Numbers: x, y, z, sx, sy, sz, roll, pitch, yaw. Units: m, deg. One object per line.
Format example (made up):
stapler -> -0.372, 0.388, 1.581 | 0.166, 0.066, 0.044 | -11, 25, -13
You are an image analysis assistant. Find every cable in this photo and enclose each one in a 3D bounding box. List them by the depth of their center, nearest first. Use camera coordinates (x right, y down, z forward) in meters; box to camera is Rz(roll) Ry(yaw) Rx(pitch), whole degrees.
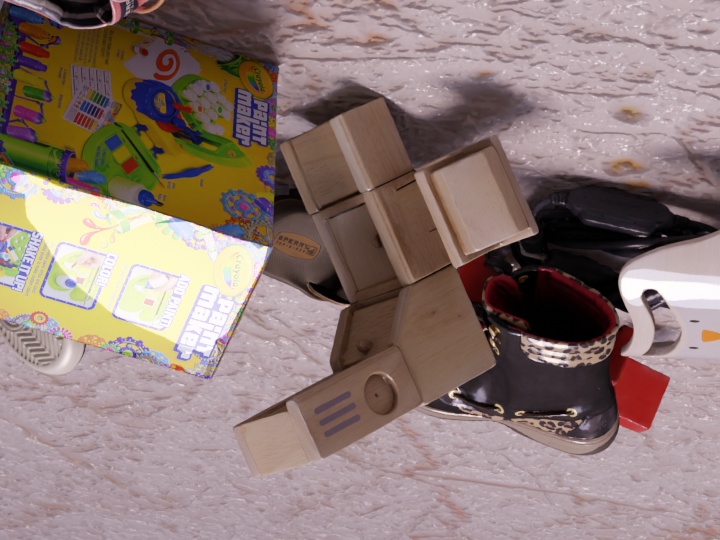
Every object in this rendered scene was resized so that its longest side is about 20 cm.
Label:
cable -> 0.209, -0.002, 1.573 | 0.199, 0.051, 0.163 | 10, 157, 1

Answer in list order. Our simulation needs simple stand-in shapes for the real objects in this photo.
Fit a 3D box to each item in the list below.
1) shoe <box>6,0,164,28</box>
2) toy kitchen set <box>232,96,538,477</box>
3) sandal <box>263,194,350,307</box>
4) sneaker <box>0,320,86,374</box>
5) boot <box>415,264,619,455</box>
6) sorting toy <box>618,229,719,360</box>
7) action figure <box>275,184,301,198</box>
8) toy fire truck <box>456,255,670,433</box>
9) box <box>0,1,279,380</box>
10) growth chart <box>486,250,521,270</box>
shoe -> -0.121, -0.181, 1.260 | 0.199, 0.091, 0.072 | 14, 157, -7
toy kitchen set -> 0.000, 0.000, 1.408 | 0.180, 0.201, 0.163 | -26, -177, -40
sandal -> -0.002, -0.007, 1.575 | 0.199, 0.082, 0.055 | 18, -166, -44
sneaker -> -0.216, -0.017, 1.460 | 0.084, 0.201, 0.075 | 4, 140, -47
boot -> 0.096, 0.053, 1.538 | 0.199, 0.073, 0.151 | 21, 149, 14
sorting toy -> 0.267, 0.022, 1.470 | 0.179, 0.107, 0.200 | -6, 149, 5
action figure -> -0.130, -0.035, 1.561 | 0.199, 0.131, 0.069 | 6, -174, -26
toy fire truck -> 0.154, 0.057, 1.663 | 0.199, 0.049, 0.141 | 26, 167, -1
box -> -0.161, -0.061, 1.378 | 0.192, 0.200, 0.122 | 17, 126, -13
growth chart -> 0.053, 0.011, 1.713 | 0.199, 0.018, 0.145 | 6, 157, 12
